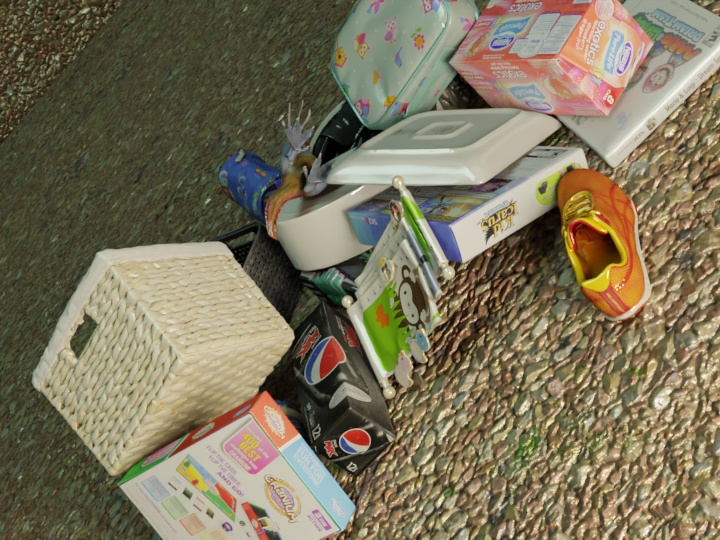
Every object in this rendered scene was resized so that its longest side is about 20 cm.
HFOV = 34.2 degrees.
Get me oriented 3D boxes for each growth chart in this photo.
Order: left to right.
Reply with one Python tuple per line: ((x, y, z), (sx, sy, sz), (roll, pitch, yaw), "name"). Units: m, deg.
((0.038, 0.024, 1.187), (0.145, 0.018, 0.201), (59, 141, 32), "growth chart")

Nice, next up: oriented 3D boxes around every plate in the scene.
((0.089, -0.139, 1.269), (0.199, 0.033, 0.199), (3, 26, 35), "plate")

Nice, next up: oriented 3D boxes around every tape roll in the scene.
((-0.012, -0.083, 1.398), (0.201, 0.071, 0.203), (-27, 19, 10), "tape roll")

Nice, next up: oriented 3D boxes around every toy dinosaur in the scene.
((-0.078, -0.124, 1.368), (0.200, 0.105, 0.181), (-46, 3, -14), "toy dinosaur")

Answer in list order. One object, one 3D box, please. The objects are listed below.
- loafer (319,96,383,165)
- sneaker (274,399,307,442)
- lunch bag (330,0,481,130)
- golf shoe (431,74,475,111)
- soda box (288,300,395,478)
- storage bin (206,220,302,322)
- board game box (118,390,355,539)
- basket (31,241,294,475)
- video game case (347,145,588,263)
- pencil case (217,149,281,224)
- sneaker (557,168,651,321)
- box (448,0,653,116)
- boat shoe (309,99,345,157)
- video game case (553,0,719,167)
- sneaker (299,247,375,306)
((-0.016, -0.171, 1.517), (0.068, 0.070, 0.202), (19, 91, 46), "loafer")
((-0.133, 0.231, 1.265), (0.200, 0.077, 0.085), (-48, 33, 5), "sneaker")
((0.054, -0.269, 1.414), (0.200, 0.077, 0.161), (-54, 53, 33), "lunch bag")
((0.062, -0.265, 1.510), (0.094, 0.077, 0.201), (-45, 55, 28), "golf shoe")
((-0.024, 0.121, 1.241), (0.063, 0.071, 0.200), (-45, 29, 15), "soda box")
((-0.165, 0.052, 1.498), (0.135, 0.094, 0.201), (-18, 41, 44), "storage bin")
((-0.126, 0.227, 1.178), (0.199, 0.153, 0.040), (-30, 12, 30), "board game box")
((-0.213, 0.093, 1.287), (0.161, 0.199, 0.199), (46, 118, 22), "basket")
((0.111, -0.076, 1.237), (0.181, 0.046, 0.200), (-29, 20, -24), "video game case")
((-0.138, -0.117, 1.665), (0.078, 0.088, 0.200), (-21, 24, -18), "pencil case")
((0.219, -0.042, 1.087), (0.073, 0.077, 0.201), (-34, 33, 18), "sneaker")
((0.203, -0.236, 1.273), (0.103, 0.095, 0.200), (-56, 28, -11), "box")
((0.014, -0.215, 1.593), (0.200, 0.060, 0.074), (-44, -13, 10), "boat shoe")
((0.290, -0.215, 1.248), (0.182, 0.024, 0.200), (-45, 30, 10), "video game case")
((0.000, 0.000, 1.353), (0.088, 0.074, 0.200), (-50, 28, -12), "sneaker")
